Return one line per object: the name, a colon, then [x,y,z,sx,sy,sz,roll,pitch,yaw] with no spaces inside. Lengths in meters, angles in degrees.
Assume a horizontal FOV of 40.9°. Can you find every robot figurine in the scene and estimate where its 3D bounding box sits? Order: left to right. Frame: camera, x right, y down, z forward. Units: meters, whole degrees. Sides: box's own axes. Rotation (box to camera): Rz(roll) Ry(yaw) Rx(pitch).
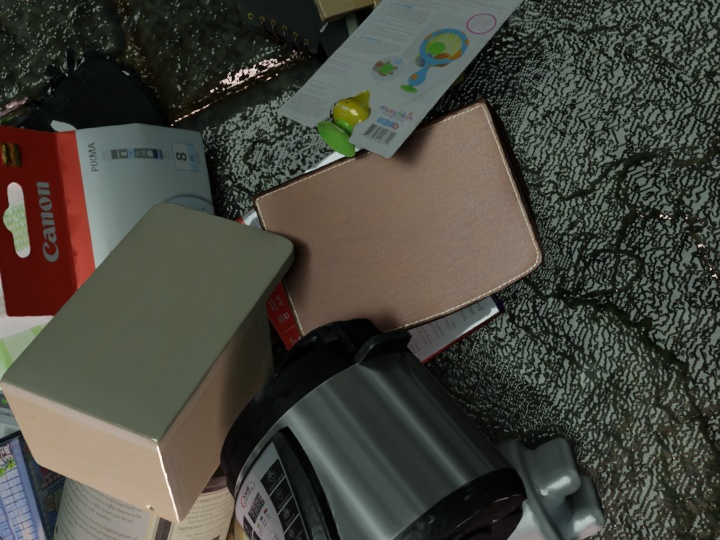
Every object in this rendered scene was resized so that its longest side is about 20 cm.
robot figurine: [0.097,0.215,0.792,0.199,0.113,0.170,-29,100,12]

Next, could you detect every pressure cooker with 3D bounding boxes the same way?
pressure cooker: [-0.003,0.144,0.698,0.176,0.179,0.200,-38,62,-6]

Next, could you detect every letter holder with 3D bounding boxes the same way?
letter holder: [0.039,-0.027,0.775,0.199,0.101,0.143,-22,84,14]

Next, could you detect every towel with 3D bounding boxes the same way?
towel: [-0.305,-0.004,0.829,0.149,0.031,0.201,-20,100,15]

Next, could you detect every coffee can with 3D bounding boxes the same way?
coffee can: [-0.185,0.220,0.816,0.146,0.146,0.201,22,107,15]

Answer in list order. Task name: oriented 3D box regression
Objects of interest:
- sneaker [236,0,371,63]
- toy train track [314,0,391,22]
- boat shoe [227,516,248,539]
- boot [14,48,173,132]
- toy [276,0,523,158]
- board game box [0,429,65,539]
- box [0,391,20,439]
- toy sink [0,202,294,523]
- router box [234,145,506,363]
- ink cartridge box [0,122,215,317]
sneaker: [-0.042,-0.207,0.870,0.106,0.075,0.201,-24,68,18]
toy train track: [0.050,-0.247,0.827,0.199,0.033,0.115,-21,90,-19]
boat shoe: [-0.098,0.249,0.855,0.076,0.072,0.201,-21,62,28]
boot: [-0.237,-0.096,0.893,0.198,0.073,0.163,42,59,-7]
toy: [0.041,-0.161,0.758,0.115,0.047,0.200,26,62,33]
board game box: [-0.337,0.268,0.919,0.199,0.062,0.201,-24,94,20]
box: [-0.271,0.092,0.937,0.155,0.041,0.201,7,91,16]
toy sink: [-0.144,0.064,0.726,0.130,0.112,0.200,17,49,17]
router box: [0.000,0.000,0.860,0.179,0.049,0.201,-34,79,12]
ink cartridge box: [-0.208,-0.045,0.813,0.047,0.200,0.161,-17,80,37]
